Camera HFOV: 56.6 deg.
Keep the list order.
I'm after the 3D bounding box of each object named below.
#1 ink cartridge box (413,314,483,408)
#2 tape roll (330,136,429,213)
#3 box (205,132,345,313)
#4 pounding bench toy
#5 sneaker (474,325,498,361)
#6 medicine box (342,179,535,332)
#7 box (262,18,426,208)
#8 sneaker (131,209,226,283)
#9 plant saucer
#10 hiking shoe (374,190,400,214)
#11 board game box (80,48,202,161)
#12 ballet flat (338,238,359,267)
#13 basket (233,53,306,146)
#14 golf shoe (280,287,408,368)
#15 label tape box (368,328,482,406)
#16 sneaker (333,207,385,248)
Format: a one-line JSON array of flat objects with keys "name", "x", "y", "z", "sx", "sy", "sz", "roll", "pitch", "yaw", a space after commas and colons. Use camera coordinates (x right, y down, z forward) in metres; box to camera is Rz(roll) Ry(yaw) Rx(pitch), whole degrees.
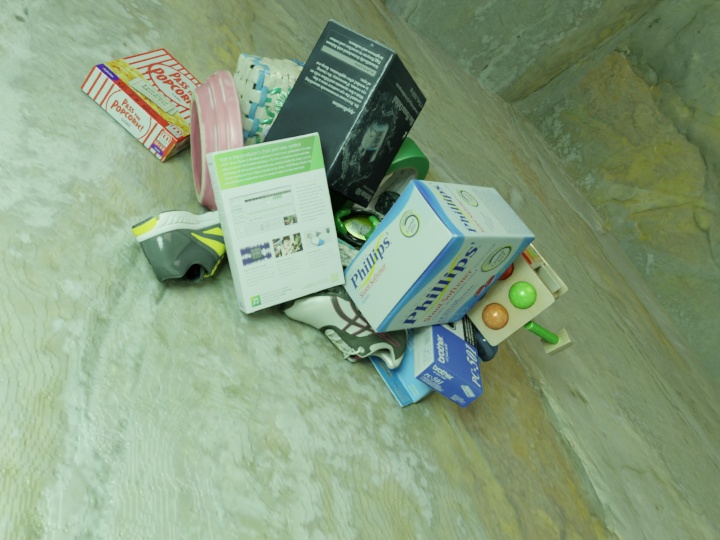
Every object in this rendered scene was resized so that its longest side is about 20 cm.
[{"name": "ink cartridge box", "x": 0.127, "y": 0.102, "z": 1.001, "sx": 0.094, "sy": 0.044, "sz": 0.200, "roll": 34, "pitch": 30, "yaw": -19}, {"name": "tape roll", "x": 0.027, "y": -0.147, "z": 1.167, "sx": 0.048, "sy": 0.200, "sz": 0.200, "roll": 54, "pitch": 28, "yaw": 18}, {"name": "box", "x": -0.103, "y": -0.062, "z": 0.843, "sx": 0.144, "sy": 0.036, "sz": 0.201, "roll": -16, "pitch": 106, "yaw": -28}, {"name": "pounding bench toy", "x": 0.256, "y": 0.056, "z": 1.061, "sx": 0.200, "sy": 0.124, "sz": 0.156, "roll": 53, "pitch": 23, "yaw": 11}, {"name": "sneaker", "x": 0.212, "y": 0.100, "z": 1.155, "sx": 0.074, "sy": 0.082, "sz": 0.200, "roll": 60, "pitch": 3, "yaw": -5}, {"name": "medicine box", "x": 0.105, "y": -0.018, "z": 0.909, "sx": 0.199, "sy": 0.182, "sz": 0.103, "roll": -4, "pitch": 49, "yaw": -48}, {"name": "box", "x": -0.016, "y": -0.217, "z": 0.979, "sx": 0.117, "sy": 0.201, "sz": 0.197, "roll": 32, "pitch": 6, "yaw": 18}, {"name": "sneaker", "x": -0.204, "y": -0.026, "z": 0.834, "sx": 0.200, "sy": 0.074, "sz": 0.085, "roll": -11, "pitch": 85, "yaw": -65}, {"name": "plant saucer", "x": -0.199, "y": -0.168, "z": 0.911, "sx": 0.051, "sy": 0.201, "sz": 0.201, "roll": -5, "pitch": 49, "yaw": -20}, {"name": "hiking shoe", "x": 0.095, "y": -0.048, "z": 1.143, "sx": 0.087, "sy": 0.074, "sz": 0.201, "roll": -22, "pitch": 80, "yaw": -55}, {"name": "board game box", "x": -0.302, "y": -0.258, "z": 1.019, "sx": 0.151, "sy": 0.046, "sz": 0.200, "roll": 42, "pitch": 27, "yaw": -8}, {"name": "ballet flat", "x": 0.000, "y": 0.000, "z": 1.062, "sx": 0.199, "sy": 0.072, "sz": 0.072, "roll": 24, "pitch": 32, "yaw": -15}, {"name": "basket", "x": -0.111, "y": -0.245, "z": 1.062, "sx": 0.199, "sy": 0.177, "sz": 0.139, "roll": 2, "pitch": 30, "yaw": -39}, {"name": "golf shoe", "x": -0.017, "y": 0.078, "z": 0.930, "sx": 0.199, "sy": 0.077, "sz": 0.089, "roll": 13, "pitch": 68, "yaw": -24}, {"name": "label tape box", "x": 0.092, "y": 0.119, "z": 1.045, "sx": 0.144, "sy": 0.066, "sz": 0.200, "roll": 55, "pitch": 26, "yaw": 18}, {"name": "sneaker", "x": 0.046, "y": -0.049, "z": 1.054, "sx": 0.199, "sy": 0.078, "sz": 0.085, "roll": 13, "pitch": 1, "yaw": 6}]
